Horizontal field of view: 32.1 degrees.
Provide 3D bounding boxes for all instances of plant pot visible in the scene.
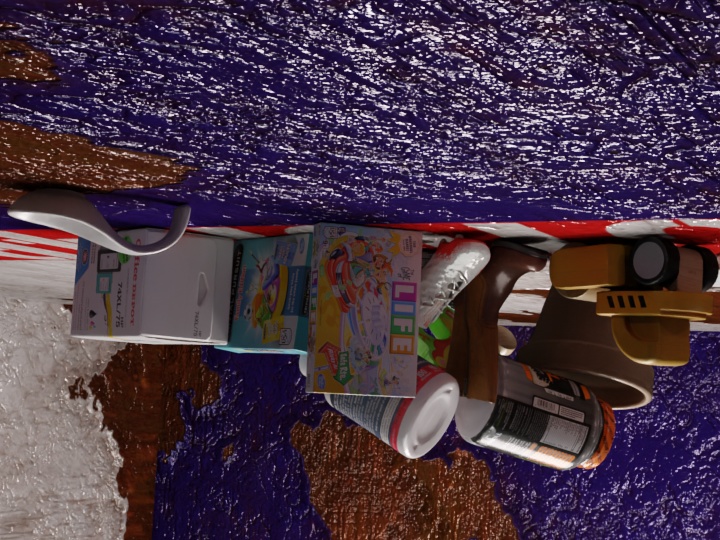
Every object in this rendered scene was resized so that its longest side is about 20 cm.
[{"bbox_3d":[0.325,0.088,1.790,0.197,0.177,0.201,9,161,3],"label":"plant pot"}]

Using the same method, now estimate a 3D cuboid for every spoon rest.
[{"bbox_3d":[-0.285,-0.051,1.367,0.197,0.062,0.099,5,175,-26],"label":"spoon rest"}]

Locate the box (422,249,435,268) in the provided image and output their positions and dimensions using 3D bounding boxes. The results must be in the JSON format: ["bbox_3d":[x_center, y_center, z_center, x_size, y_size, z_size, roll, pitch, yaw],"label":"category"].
[{"bbox_3d":[0.108,-0.005,1.791,0.197,0.035,0.110,5,175,-16],"label":"box"}]

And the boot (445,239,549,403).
[{"bbox_3d":[0.167,0.067,1.601,0.068,0.204,0.187,13,171,-34],"label":"boot"}]

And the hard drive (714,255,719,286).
[{"bbox_3d":[0.527,0.002,1.678,0.129,0.027,0.200,3,174,6],"label":"hard drive"}]

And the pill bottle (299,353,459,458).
[{"bbox_3d":[0.020,0.146,1.641,0.199,0.121,0.119,30,-171,28],"label":"pill bottle"}]

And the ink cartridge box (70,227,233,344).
[{"bbox_3d":[-0.291,0.026,1.747,0.145,0.149,0.198,8,172,-40],"label":"ink cartridge box"}]

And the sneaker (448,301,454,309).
[{"bbox_3d":[0.119,0.016,1.927,0.196,0.075,0.080,7,-169,10],"label":"sneaker"}]

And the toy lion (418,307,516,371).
[{"bbox_3d":[0.137,0.123,1.804,0.199,0.069,0.192,37,-147,0],"label":"toy lion"}]

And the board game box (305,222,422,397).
[{"bbox_3d":[0.005,0.049,1.514,0.132,0.204,0.034,4,174,-19],"label":"board game box"}]

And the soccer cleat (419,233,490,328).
[{"bbox_3d":[0.091,0.026,1.574,0.068,0.086,0.199,28,140,-28],"label":"soccer cleat"}]

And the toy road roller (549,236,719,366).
[{"bbox_3d":[0.331,0.040,1.522,0.122,0.149,0.198,8,173,-43],"label":"toy road roller"}]

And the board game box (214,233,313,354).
[{"bbox_3d":[-0.120,0.034,1.691,0.046,0.154,0.199,14,169,-36],"label":"board game box"}]

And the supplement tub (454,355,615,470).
[{"bbox_3d":[0.237,0.196,1.689,0.197,0.124,0.122,19,169,-22],"label":"supplement tub"}]
